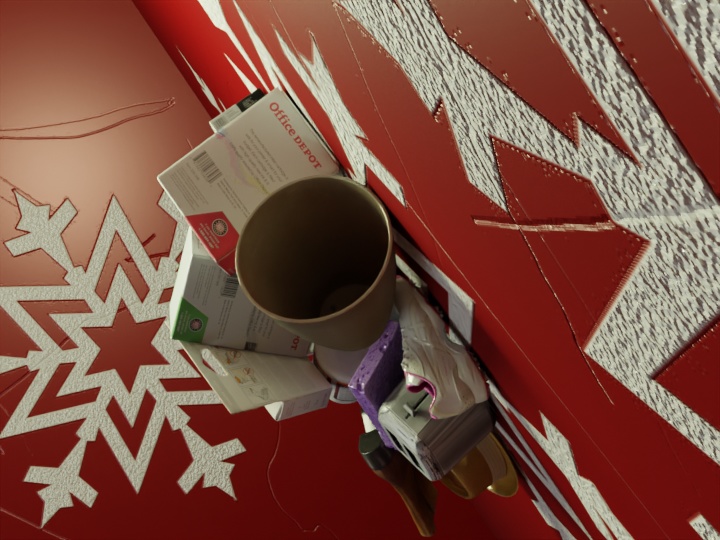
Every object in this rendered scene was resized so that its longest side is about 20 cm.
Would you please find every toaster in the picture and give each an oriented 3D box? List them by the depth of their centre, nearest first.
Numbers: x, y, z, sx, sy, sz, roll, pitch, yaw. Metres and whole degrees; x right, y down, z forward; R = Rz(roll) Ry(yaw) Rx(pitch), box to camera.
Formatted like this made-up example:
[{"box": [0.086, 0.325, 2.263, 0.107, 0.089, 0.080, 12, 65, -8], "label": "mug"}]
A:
[{"box": [0.106, 0.204, 1.438, 0.114, 0.129, 0.200, 41, 169, 29], "label": "toaster"}]

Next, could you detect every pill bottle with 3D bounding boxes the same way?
[{"box": [-0.018, 0.136, 1.563, 0.110, 0.109, 0.200, 54, 166, 13], "label": "pill bottle"}]

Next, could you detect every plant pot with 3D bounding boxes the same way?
[{"box": [-0.031, 0.016, 1.259, 0.188, 0.187, 0.200, 52, 176, 29], "label": "plant pot"}]

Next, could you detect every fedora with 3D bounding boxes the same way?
[{"box": [0.158, 0.294, 1.640, 0.200, 0.082, 0.201, 41, 155, 24], "label": "fedora"}]

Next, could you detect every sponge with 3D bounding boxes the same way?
[{"box": [0.045, 0.166, 1.478, 0.030, 0.112, 0.201, 15, 153, 28], "label": "sponge"}]

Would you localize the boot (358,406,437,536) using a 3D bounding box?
[{"box": [0.079, 0.287, 1.644, 0.201, 0.068, 0.189, 54, -158, -27], "label": "boot"}]

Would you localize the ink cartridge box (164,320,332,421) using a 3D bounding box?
[{"box": [-0.162, 0.134, 1.478, 0.200, 0.172, 0.044, 47, 132, 34], "label": "ink cartridge box"}]

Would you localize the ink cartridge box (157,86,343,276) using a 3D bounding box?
[{"box": [-0.138, -0.113, 1.349, 0.148, 0.199, 0.086, 53, 176, 16], "label": "ink cartridge box"}]

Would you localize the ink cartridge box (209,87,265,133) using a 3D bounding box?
[{"box": [-0.175, -0.215, 1.653, 0.037, 0.094, 0.200, 53, 175, 15], "label": "ink cartridge box"}]

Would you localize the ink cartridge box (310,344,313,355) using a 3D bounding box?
[{"box": [-0.100, 0.077, 1.851, 0.200, 0.083, 0.147, 152, 103, -70], "label": "ink cartridge box"}]

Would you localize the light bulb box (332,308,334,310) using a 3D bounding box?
[{"box": [-0.117, -0.044, 1.590, 0.198, 0.124, 0.201, 44, -162, -34], "label": "light bulb box"}]

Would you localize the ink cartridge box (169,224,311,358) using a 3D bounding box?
[{"box": [-0.156, 0.032, 1.457, 0.085, 0.198, 0.147, -106, 31, -54], "label": "ink cartridge box"}]

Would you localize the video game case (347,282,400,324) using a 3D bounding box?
[{"box": [0.000, 0.000, 1.489, 0.182, 0.023, 0.200, 30, -163, -51], "label": "video game case"}]

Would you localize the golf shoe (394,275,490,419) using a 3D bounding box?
[{"box": [0.078, 0.095, 1.300, 0.201, 0.091, 0.075, 55, 177, 27], "label": "golf shoe"}]
